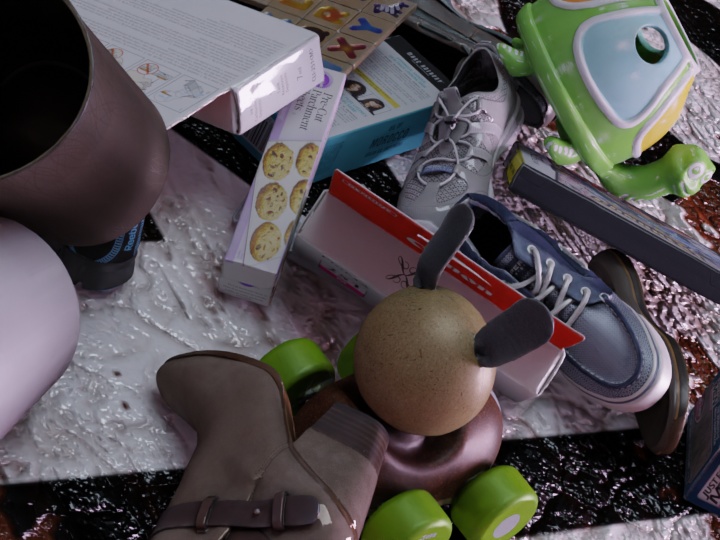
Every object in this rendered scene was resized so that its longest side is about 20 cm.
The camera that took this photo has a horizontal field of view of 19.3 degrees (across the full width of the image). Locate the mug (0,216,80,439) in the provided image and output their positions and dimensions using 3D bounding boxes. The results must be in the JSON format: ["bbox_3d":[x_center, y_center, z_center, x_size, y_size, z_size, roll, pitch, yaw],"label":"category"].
[{"bbox_3d":[-0.251,0.024,1.215,0.186,0.150,0.153,42,28,7],"label":"mug"}]

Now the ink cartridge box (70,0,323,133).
[{"bbox_3d":[-0.156,-0.144,1.510,0.199,0.044,0.173,24,46,35],"label":"ink cartridge box"}]

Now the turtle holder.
[{"bbox_3d":[0.202,-0.145,1.675,0.186,0.131,0.141,67,14,17],"label":"turtle holder"}]

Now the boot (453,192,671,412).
[{"bbox_3d":[0.135,0.022,1.509,0.090,0.073,0.200,33,9,-46],"label":"boot"}]

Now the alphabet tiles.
[{"bbox_3d":[-0.043,-0.219,1.680,0.166,0.008,0.200,22,45,22],"label":"alphabet tiles"}]

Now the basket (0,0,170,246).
[{"bbox_3d":[-0.200,-0.092,1.271,0.179,0.137,0.200,14,-8,20],"label":"basket"}]

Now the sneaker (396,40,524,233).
[{"bbox_3d":[0.069,-0.100,1.625,0.074,0.082,0.200,0,38,21],"label":"sneaker"}]

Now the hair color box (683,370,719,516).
[{"bbox_3d":[0.336,0.157,1.541,0.199,0.061,0.100,26,34,-6],"label":"hair color box"}]

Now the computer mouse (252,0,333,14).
[{"bbox_3d":[-0.087,-0.227,1.711,0.199,0.034,0.059,22,35,13],"label":"computer mouse"}]

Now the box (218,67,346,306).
[{"bbox_3d":[-0.055,-0.064,1.504,0.041,0.039,0.201,18,52,1],"label":"box"}]

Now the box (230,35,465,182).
[{"bbox_3d":[-0.010,-0.126,1.657,0.082,0.049,0.200,44,37,20],"label":"box"}]

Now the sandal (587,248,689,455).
[{"bbox_3d":[0.191,0.059,1.550,0.054,0.082,0.201,-3,44,-14],"label":"sandal"}]

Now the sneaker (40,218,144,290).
[{"bbox_3d":[-0.208,-0.079,1.425,0.200,0.082,0.073,44,40,23],"label":"sneaker"}]

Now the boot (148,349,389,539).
[{"bbox_3d":[-0.082,0.127,1.260,0.199,0.070,0.146,12,48,37],"label":"boot"}]

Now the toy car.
[{"bbox_3d":[0.050,0.060,1.331,0.157,0.201,0.164,-10,50,-43],"label":"toy car"}]

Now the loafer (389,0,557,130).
[{"bbox_3d":[0.078,-0.179,1.786,0.200,0.072,0.063,40,56,11],"label":"loafer"}]

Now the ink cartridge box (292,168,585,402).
[{"bbox_3d":[0.048,0.015,1.429,0.199,0.044,0.174,34,-6,1],"label":"ink cartridge box"}]

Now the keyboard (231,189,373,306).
[{"bbox_3d":[0.000,0.000,1.540,0.199,0.011,0.056,30,34,-1],"label":"keyboard"}]

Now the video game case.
[{"bbox_3d":[0.205,-0.037,1.659,0.199,0.026,0.181,28,9,-2],"label":"video game case"}]
